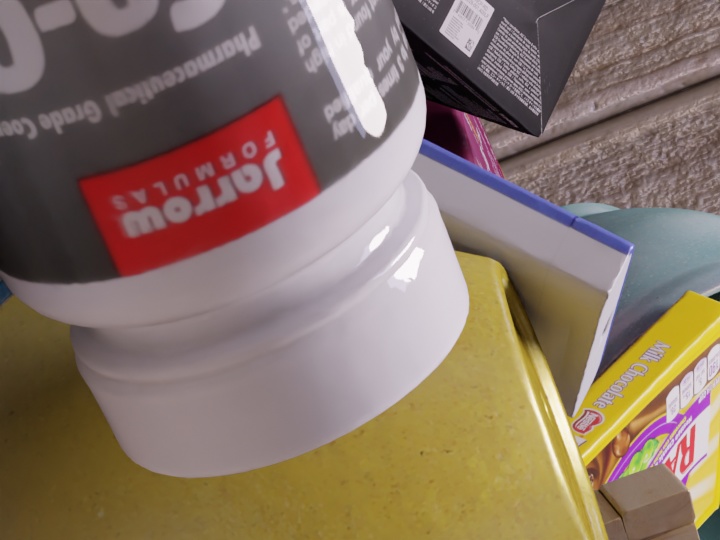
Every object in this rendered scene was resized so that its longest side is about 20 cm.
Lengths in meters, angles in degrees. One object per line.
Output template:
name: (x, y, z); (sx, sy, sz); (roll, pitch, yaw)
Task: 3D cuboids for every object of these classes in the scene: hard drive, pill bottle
hard drive: (-0.013, -0.024, 0.879); (0.199, 0.025, 0.132); (27, -16, 8)
pill bottle: (-0.051, -0.060, 0.654); (0.114, 0.113, 0.201); (-96, 165, -65)

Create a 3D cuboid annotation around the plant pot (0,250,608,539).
plant pot: (-0.009, 0.068, 0.801); (0.200, 0.141, 0.201); (-21, 90, -84)

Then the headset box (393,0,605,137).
headset box: (-0.023, -0.137, 1.099); (0.199, 0.075, 0.148); (21, -9, 40)

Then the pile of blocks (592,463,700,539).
pile of blocks: (0.047, 0.147, 0.894); (0.082, 0.201, 0.062); (31, 8, -21)

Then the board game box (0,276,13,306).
board game box: (-0.124, -0.047, 0.669); (0.200, 0.034, 0.135); (-69, 139, -81)

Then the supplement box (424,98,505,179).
supplement box: (0.000, 0.000, 1.146); (0.200, 0.130, 0.104); (-102, 169, -57)

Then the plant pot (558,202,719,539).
plant pot: (0.117, 0.052, 1.239); (0.134, 0.200, 0.201); (45, -12, 44)

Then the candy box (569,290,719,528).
candy box: (0.085, 0.098, 1.076); (0.200, 0.026, 0.103); (-39, 141, -44)
